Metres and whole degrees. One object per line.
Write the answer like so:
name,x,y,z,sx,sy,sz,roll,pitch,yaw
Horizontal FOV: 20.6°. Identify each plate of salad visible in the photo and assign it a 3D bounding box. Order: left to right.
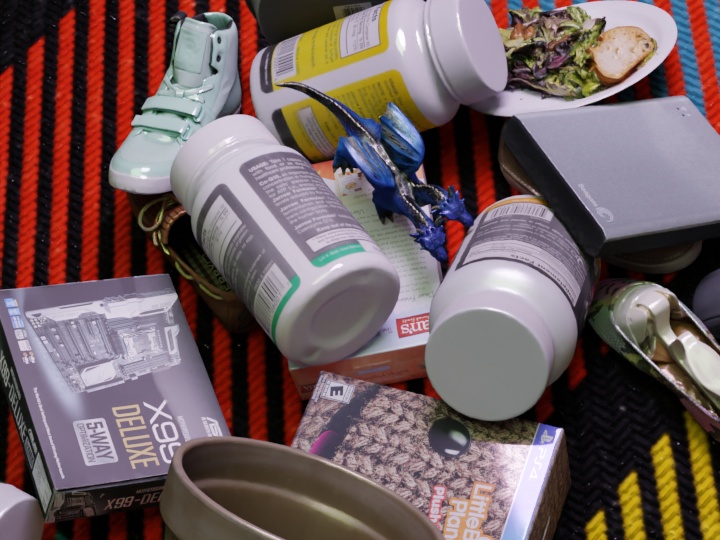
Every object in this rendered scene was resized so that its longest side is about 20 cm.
plate of salad,0.174,-0.193,1.711,0.199,0.048,0.200,-15,30,9

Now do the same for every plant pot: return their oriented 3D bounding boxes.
plant pot,-0.060,0.234,1.363,0.199,0.200,0.174,25,104,23

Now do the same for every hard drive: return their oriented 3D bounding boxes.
hard drive,0.227,-0.078,1.612,0.199,0.033,0.140,-10,53,-37

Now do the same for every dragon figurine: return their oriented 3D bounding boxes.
dragon figurine,0.017,-0.094,1.593,0.059,0.099,0.200,-36,89,-13

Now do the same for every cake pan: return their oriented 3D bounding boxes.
cake pan,-0.004,-0.236,1.716,0.199,0.201,0.037,-6,58,7

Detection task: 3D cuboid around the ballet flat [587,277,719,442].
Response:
ballet flat,0.251,0.060,1.561,0.069,0.071,0.200,-37,59,-10

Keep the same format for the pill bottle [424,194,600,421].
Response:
pill bottle,0.117,0.028,1.531,0.116,0.117,0.200,6,26,14

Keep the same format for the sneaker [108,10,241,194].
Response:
sneaker,-0.162,-0.151,1.695,0.073,0.119,0.201,12,34,16

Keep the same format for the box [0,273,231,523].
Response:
box,-0.202,0.100,1.594,0.157,0.050,0.201,-5,53,-26

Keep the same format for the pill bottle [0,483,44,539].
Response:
pill bottle,-0.357,0.184,1.565,0.199,0.120,0.120,22,64,22

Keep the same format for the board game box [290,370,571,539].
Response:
board game box,0.042,0.187,1.504,0.199,0.097,0.160,12,61,17

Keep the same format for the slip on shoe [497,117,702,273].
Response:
slip on shoe,0.198,-0.068,1.657,0.076,0.061,0.200,-43,61,-17

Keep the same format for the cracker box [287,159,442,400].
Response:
cracker box,0.000,0.000,1.652,0.133,0.058,0.201,-10,56,5

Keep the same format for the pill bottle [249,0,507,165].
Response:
pill bottle,0.016,-0.166,1.685,0.199,0.114,0.115,-17,54,24

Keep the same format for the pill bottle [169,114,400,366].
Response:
pill bottle,-0.065,-0.028,1.582,0.113,0.113,0.200,-32,56,-10

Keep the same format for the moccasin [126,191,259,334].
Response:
moccasin,-0.146,-0.034,1.686,0.073,0.078,0.202,-27,56,-7

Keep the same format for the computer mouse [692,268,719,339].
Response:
computer mouse,0.374,0.004,1.589,0.199,0.046,0.141,12,62,17
